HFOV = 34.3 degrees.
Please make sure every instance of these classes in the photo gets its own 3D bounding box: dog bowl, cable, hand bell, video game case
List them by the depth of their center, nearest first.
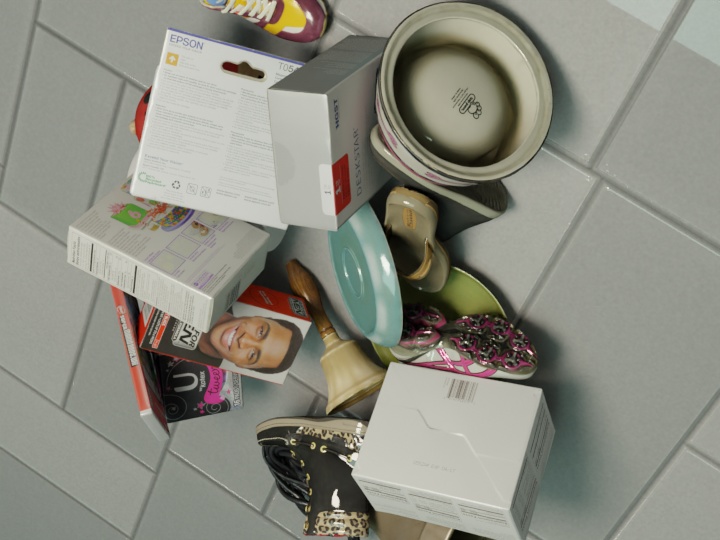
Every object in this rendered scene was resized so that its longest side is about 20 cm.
[{"bbox_3d":[0.104,-0.182,1.257,0.200,0.200,0.074,45,159,-2],"label":"dog bowl"},{"bbox_3d":[-0.284,0.106,1.490,0.017,0.143,0.203,-16,70,-6],"label":"video game case"},{"bbox_3d":[-0.045,0.075,1.527,0.104,0.103,0.202,-37,76,36],"label":"hand bell"},{"bbox_3d":[-0.070,0.309,1.652,0.199,0.051,0.164,40,160,17],"label":"cable"}]

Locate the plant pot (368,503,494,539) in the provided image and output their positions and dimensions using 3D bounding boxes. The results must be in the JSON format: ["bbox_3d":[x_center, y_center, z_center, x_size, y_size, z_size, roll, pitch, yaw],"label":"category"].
[{"bbox_3d":[0.090,0.312,1.539,0.172,0.199,0.203,26,127,31],"label":"plant pot"}]

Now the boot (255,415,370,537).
[{"bbox_3d":[-0.060,0.271,1.534,0.197,0.073,0.153,-5,75,31],"label":"boot"}]

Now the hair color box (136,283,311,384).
[{"bbox_3d":[-0.172,0.066,1.469,0.197,0.061,0.103,16,113,-24],"label":"hair color box"}]

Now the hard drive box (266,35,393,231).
[{"bbox_3d":[-0.021,-0.159,1.315,0.076,0.200,0.158,9,121,24],"label":"hard drive box"}]

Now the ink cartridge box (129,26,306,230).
[{"bbox_3d":[-0.155,-0.165,1.366,0.193,0.043,0.203,13,106,-14],"label":"ink cartridge box"}]

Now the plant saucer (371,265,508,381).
[{"bbox_3d":[0.104,0.074,1.485,0.197,0.031,0.203,12,120,21],"label":"plant saucer"}]

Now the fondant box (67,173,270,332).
[{"bbox_3d":[-0.227,-0.027,1.391,0.198,0.145,0.059,26,131,12],"label":"fondant box"}]

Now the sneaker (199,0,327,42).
[{"bbox_3d":[-0.135,-0.318,1.357,0.198,0.090,0.076,30,126,10],"label":"sneaker"}]

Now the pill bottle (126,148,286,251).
[{"bbox_3d":[-0.191,-0.095,1.494,0.197,0.111,0.113,20,124,17],"label":"pill bottle"}]

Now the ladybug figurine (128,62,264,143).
[{"bbox_3d":[-0.193,-0.194,1.425,0.197,0.072,0.138,-13,81,8],"label":"ladybug figurine"}]

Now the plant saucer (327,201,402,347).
[{"bbox_3d":[0.000,0.000,1.419,0.200,0.027,0.203,163,91,-74],"label":"plant saucer"}]

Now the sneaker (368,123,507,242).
[{"bbox_3d":[0.067,-0.091,1.345,0.198,0.076,0.106,28,136,-30],"label":"sneaker"}]

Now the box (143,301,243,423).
[{"bbox_3d":[-0.230,0.081,1.573,0.113,0.132,0.203,-10,120,-15],"label":"box"}]

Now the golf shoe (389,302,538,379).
[{"bbox_3d":[0.128,0.100,1.432,0.197,0.073,0.093,14,140,27],"label":"golf shoe"}]

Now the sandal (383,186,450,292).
[{"bbox_3d":[0.059,-0.024,1.357,0.079,0.055,0.201,16,154,15],"label":"sandal"}]

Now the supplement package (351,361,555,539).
[{"bbox_3d":[0.115,0.217,1.400,0.197,0.157,0.111,8,150,24],"label":"supplement package"}]
